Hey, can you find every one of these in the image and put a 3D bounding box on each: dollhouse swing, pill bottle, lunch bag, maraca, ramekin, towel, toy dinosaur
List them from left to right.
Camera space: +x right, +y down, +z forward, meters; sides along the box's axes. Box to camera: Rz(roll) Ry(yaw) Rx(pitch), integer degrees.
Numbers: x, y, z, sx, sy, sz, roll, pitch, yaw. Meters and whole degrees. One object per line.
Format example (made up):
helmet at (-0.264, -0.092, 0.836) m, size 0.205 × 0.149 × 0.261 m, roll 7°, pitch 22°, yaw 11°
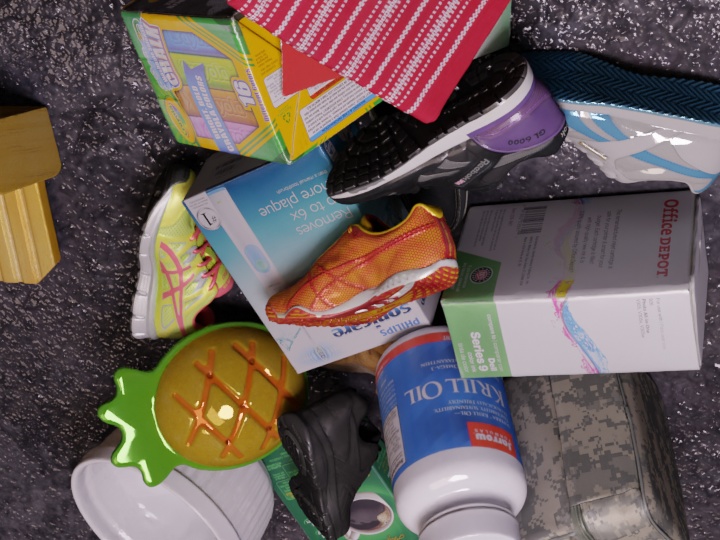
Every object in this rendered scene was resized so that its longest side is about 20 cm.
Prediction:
dollhouse swing at (-0.389, -0.058, 1.249) m, size 0.198 × 0.182 × 0.177 m, roll 3°, pitch 104°, yaw 14°
ramekin at (-0.180, 0.225, 1.386) m, size 0.199 × 0.105 × 0.201 m, roll 22°, pitch 139°, yaw 20°
maraca at (-0.142, 0.123, 1.279) m, size 0.199 × 0.107 × 0.138 m, roll -18°, pitch 97°, yaw -17°
toy dinosaur at (0.013, 0.082, 1.300) m, size 0.199 × 0.060 × 0.107 m, roll -21°, pitch 102°, yaw 40°
towel at (0.019, -0.201, 0.961) m, size 0.199 × 0.022 × 0.145 m, roll 26°, pitch 103°, yaw -37°
pill bottle at (0.078, 0.155, 1.154) m, size 0.111 × 0.201 × 0.113 m, roll -6°, pitch 139°, yaw -5°
lunch bag at (0.183, 0.177, 1.208) m, size 0.167 × 0.201 × 0.139 m, roll -21°, pitch 138°, yaw 20°

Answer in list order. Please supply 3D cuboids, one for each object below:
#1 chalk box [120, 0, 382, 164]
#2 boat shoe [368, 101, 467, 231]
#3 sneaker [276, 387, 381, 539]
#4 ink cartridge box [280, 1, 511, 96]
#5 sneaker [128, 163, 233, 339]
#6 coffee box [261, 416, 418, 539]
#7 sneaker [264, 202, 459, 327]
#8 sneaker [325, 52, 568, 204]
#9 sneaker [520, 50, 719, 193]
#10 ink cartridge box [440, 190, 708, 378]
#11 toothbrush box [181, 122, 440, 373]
chalk box at (-0.093, -0.174, 1.078) m, size 0.199 × 0.124 × 0.124 m, roll 16°, pitch 136°, yaw 49°
boat shoe at (0.041, -0.109, 1.141) m, size 0.071 × 0.068 × 0.201 m, roll -5°, pitch 123°, yaw 18°
sneaker at (-0.019, 0.186, 1.303) m, size 0.076 × 0.090 × 0.201 m, roll 47°, pitch 156°, yaw 31°
ink cartridge box at (0.031, -0.218, 0.988) m, size 0.050 × 0.199 × 0.162 m, roll 28°, pitch 130°, yaw 37°
sneaker at (-0.158, -0.013, 1.267) m, size 0.090 × 0.078 × 0.201 m, roll 12°, pitch 133°, yaw -1°
coffee box at (-0.010, 0.232, 1.405) m, size 0.122 × 0.044 × 0.201 m, roll -22°, pitch 115°, yaw 27°
sneaker at (0.000, 0.000, 1.134) m, size 0.199 × 0.078 × 0.073 m, roll -22°, pitch 160°, yaw 35°
sneaker at (0.066, -0.083, 1.066) m, size 0.199 × 0.076 × 0.088 m, roll -23°, pitch 128°, yaw 32°
sneaker at (0.194, -0.115, 1.087) m, size 0.199 × 0.077 × 0.081 m, roll 16°, pitch 132°, yaw 9°
ink cartridge box at (0.181, 0.011, 1.132) m, size 0.198 × 0.146 × 0.088 m, roll -5°, pitch 123°, yaw 19°
toothbrush box at (-0.037, -0.026, 1.209) m, size 0.146 × 0.086 × 0.201 m, roll -19°, pitch 118°, yaw 26°
